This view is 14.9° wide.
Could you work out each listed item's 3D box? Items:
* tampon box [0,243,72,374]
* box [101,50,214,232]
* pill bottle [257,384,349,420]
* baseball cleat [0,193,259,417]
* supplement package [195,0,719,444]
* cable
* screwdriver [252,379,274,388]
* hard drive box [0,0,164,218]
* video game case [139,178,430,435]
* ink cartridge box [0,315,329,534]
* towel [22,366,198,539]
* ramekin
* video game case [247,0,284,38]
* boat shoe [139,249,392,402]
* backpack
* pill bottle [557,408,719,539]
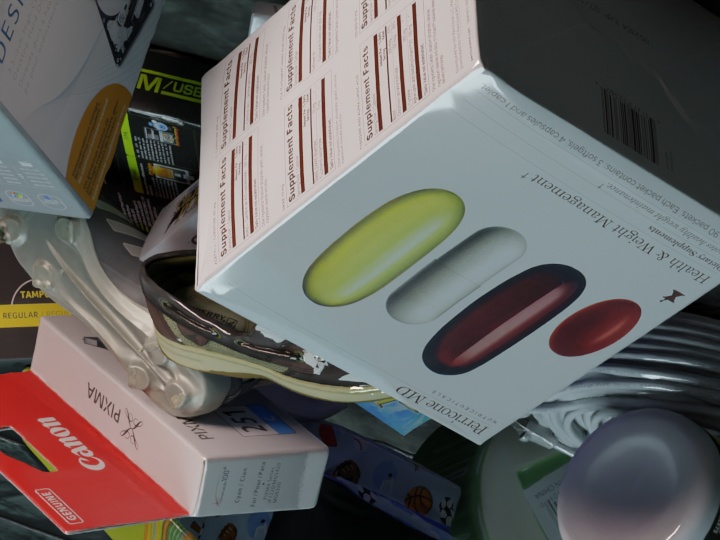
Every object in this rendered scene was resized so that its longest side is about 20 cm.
[{"bbox_3d":[-0.270,0.021,1.824,0.150,0.126,0.200,-3,168,-25],"label":"tampon box"},{"bbox_3d":[-0.142,-0.078,1.651,0.193,0.048,0.200,16,160,8],"label":"box"},{"bbox_3d":[-0.076,0.064,1.877,0.111,0.111,0.200,23,158,-18],"label":"pill bottle"},{"bbox_3d":[-0.137,0.002,1.644,0.200,0.106,0.070,53,127,9],"label":"baseball cleat"},{"bbox_3d":[0.055,-0.053,1.313,0.191,0.147,0.200,29,131,-30],"label":"supplement package"},{"bbox_3d":[0.209,0.087,1.775,0.200,0.069,0.200,24,158,-23],"label":"cable"},{"bbox_3d":[-0.015,0.058,1.589,0.028,0.029,0.200,41,143,-25],"label":"screwdriver"},{"bbox_3d":[-0.179,-0.139,1.355,0.077,0.156,0.200,8,159,22],"label":"hard drive box"},{"bbox_3d":[0.000,0.000,1.567,0.200,0.045,0.181,34,145,-15],"label":"video game case"},{"bbox_3d":[-0.145,0.087,1.647,0.176,0.045,0.200,-3,-155,-38],"label":"ink cartridge box"},{"bbox_3d":[-0.147,0.148,1.741,0.200,0.018,0.086,44,149,22],"label":"towel"},{"bbox_3d":[0.134,0.175,1.891,0.200,0.200,0.098,23,152,-17],"label":"ramekin"},{"bbox_3d":[0.031,-0.059,1.450,0.200,0.018,0.143,10,122,-2],"label":"video game case"},{"bbox_3d":[-0.037,0.024,1.517,0.201,0.072,0.066,5,147,31],"label":"boat shoe"},{"bbox_3d":[-0.037,0.185,1.812,0.200,0.154,0.190,34,147,-32],"label":"backpack"},{"bbox_3d":[0.220,0.173,1.729,0.112,0.113,0.200,-1,155,40],"label":"pill bottle"}]
